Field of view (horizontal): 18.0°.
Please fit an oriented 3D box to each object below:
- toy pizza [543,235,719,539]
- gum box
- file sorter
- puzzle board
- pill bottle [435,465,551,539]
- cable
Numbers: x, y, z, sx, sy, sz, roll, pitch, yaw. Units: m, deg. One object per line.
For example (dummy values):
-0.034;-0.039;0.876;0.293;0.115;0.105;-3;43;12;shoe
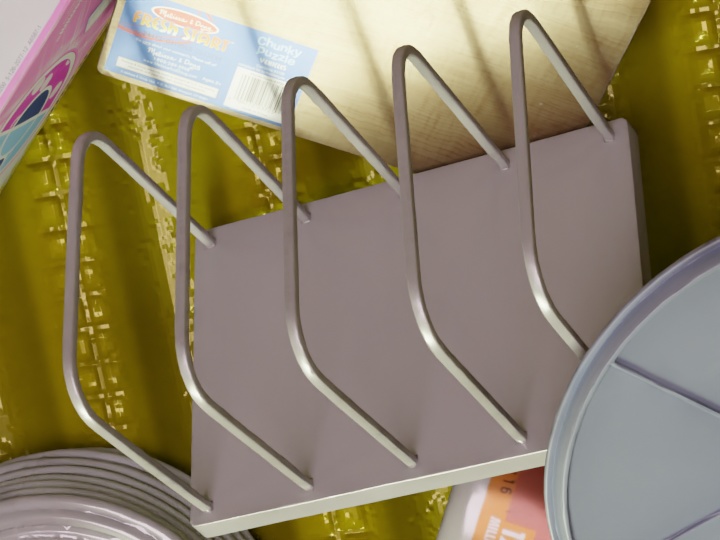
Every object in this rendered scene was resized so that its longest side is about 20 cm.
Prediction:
0.162;0.062;0.836;0.199;0.032;0.201;-5;118;-8;toy pizza
-0.168;-0.074;0.942;0.066;0.114;0.200;35;107;0;gum box
0.000;0.000;0.881;0.199;0.125;0.140;-14;58;20;file sorter
0.007;-0.108;0.906;0.199;0.017;0.151;17;134;-7;puzzle board
0.134;0.117;0.937;0.199;0.112;0.113;17;106;6;pill bottle
-0.128;0.182;1.022;0.198;0.069;0.201;-5;103;12;cable
